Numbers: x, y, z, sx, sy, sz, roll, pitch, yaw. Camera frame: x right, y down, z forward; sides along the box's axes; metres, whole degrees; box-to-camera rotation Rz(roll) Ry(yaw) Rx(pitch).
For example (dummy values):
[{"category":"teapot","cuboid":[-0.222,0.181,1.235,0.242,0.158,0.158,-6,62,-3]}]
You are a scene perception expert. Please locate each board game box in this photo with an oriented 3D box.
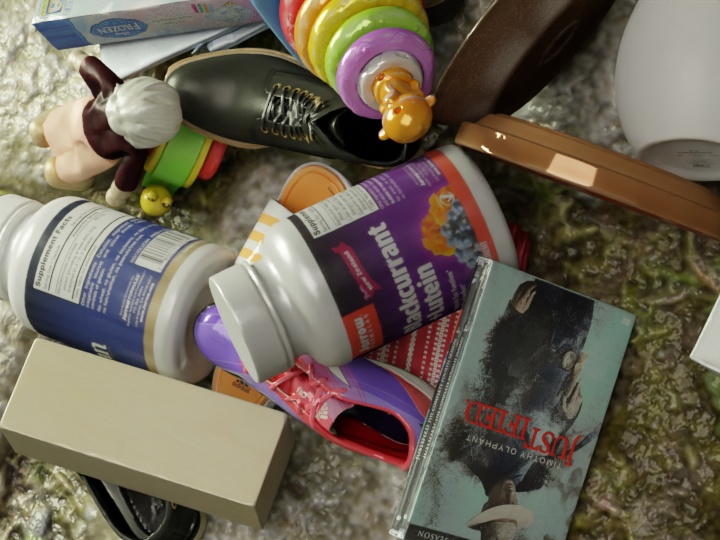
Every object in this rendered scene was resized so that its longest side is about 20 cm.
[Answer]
[{"category":"board game box","cuboid":[-0.143,-0.275,1.685,0.199,0.043,0.200,-5,60,28]}]

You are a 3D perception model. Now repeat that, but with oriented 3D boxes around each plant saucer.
[{"category":"plant saucer","cuboid":[0.163,-0.067,1.480,0.200,0.200,0.032,23,94,24]},{"category":"plant saucer","cuboid":[0.128,-0.170,1.519,0.037,0.200,0.200,42,97,10]}]

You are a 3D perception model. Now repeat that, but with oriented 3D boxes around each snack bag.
[{"category":"snack bag","cuboid":[-0.128,-0.241,1.698,0.200,0.021,0.189,-24,53,16]}]

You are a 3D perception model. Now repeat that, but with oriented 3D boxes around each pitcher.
[{"category":"pitcher","cuboid":[0.266,-0.169,1.505,0.171,0.121,0.200,0,70,26]}]

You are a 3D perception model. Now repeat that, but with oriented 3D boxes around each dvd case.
[{"category":"dvd case","cuboid":[0.109,0.105,1.508,0.022,0.146,0.200,16,87,55]}]

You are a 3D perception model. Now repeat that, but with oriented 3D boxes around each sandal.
[{"category":"sandal","cuboid":[-0.062,0.018,1.612,0.079,0.059,0.207,23,93,24]}]

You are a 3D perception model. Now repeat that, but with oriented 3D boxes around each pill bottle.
[{"category":"pill bottle","cuboid":[0.000,0.000,1.518,0.200,0.111,0.112,-25,70,-9]},{"category":"pill bottle","cuboid":[-0.199,0.008,1.660,0.200,0.111,0.111,19,88,24]}]

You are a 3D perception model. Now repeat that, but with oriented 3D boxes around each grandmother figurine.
[{"category":"grandmother figurine","cuboid":[-0.192,-0.111,1.642,0.061,0.200,0.121,-32,102,-28]}]

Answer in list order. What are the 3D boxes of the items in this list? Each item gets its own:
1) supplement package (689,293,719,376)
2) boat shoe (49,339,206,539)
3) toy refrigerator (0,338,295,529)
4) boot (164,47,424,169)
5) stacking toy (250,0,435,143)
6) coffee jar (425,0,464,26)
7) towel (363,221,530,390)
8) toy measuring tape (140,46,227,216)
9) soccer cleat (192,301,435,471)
[{"category":"supplement package","cuboid":[0.324,0.001,1.450,0.117,0.117,0.200,26,90,23]},{"category":"boat shoe","cuboid":[-0.190,0.127,1.663,0.074,0.063,0.202,-38,68,13]},{"category":"toy refrigerator","cuboid":[-0.155,0.122,1.597,0.200,0.070,0.076,15,69,10]},{"category":"boot","cuboid":[-0.052,-0.119,1.576,0.200,0.138,0.078,8,97,2]},{"category":"stacking toy","cuboid":[0.012,-0.148,1.478,0.116,0.110,0.200,-35,40,9]},{"category":"coffee jar","cuboid":[0.018,-0.264,1.579,0.104,0.200,0.085,14,62,23]},{"category":"towel","cuboid":[0.022,0.023,1.618,0.200,0.022,0.145,10,86,25]},{"category":"toy measuring tape","cuboid":[-0.124,-0.135,1.675,0.073,0.074,0.200,22,89,24]},{"category":"soccer cleat","cuboid":[-0.034,0.081,1.562,0.200,0.073,0.068,26,116,4]}]
